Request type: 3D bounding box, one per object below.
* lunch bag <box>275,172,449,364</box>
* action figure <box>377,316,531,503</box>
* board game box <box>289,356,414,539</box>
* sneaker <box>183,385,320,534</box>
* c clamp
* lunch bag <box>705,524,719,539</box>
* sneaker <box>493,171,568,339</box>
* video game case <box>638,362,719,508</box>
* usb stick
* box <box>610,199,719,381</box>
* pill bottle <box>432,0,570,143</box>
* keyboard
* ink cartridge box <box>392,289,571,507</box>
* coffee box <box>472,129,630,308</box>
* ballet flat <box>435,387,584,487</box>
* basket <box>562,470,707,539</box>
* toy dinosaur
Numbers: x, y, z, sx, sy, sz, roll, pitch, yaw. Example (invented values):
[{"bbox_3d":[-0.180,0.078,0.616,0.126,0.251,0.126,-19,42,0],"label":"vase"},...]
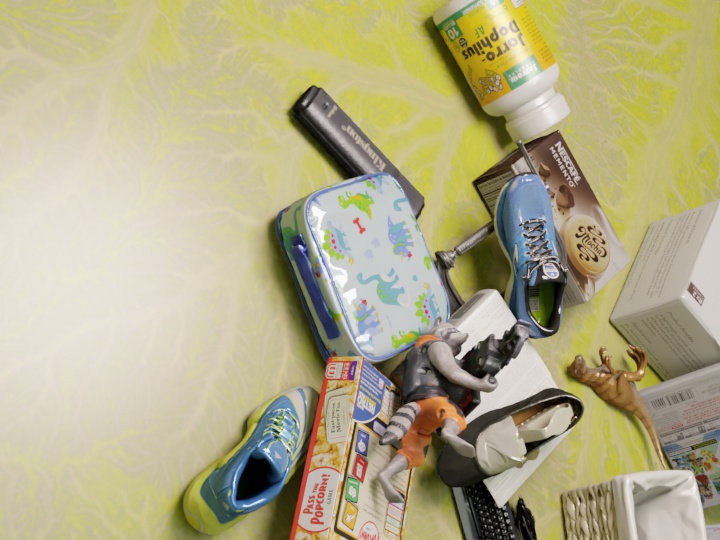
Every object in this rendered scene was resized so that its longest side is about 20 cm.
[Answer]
[{"bbox_3d":[0.000,0.000,1.239,0.160,0.082,0.202,-23,90,-40],"label":"lunch bag"},{"bbox_3d":[0.085,0.116,1.146,0.104,0.200,0.194,26,38,-11],"label":"action figure"},{"bbox_3d":[0.001,0.211,1.161,0.151,0.046,0.202,45,49,-49],"label":"board game box"},{"bbox_3d":[-0.082,0.182,1.103,0.076,0.105,0.200,51,53,-11],"label":"sneaker"},{"bbox_3d":[0.166,-0.030,1.365,0.200,0.027,0.171,-40,105,-9],"label":"c clamp"},{"bbox_3d":[0.487,0.409,1.409,0.126,0.199,0.171,-11,82,-38],"label":"lunch bag"},{"bbox_3d":[0.211,-0.016,1.319,0.078,0.089,0.202,-11,99,-16],"label":"sneaker"},{"bbox_3d":[0.494,0.210,1.480,0.183,0.199,0.022,62,32,-4],"label":"video game case"},{"bbox_3d":[0.001,-0.131,1.312,0.200,0.033,0.056,45,55,-17],"label":"usb stick"},{"bbox_3d":[0.480,0.049,1.561,0.199,0.130,0.201,45,54,-18],"label":"box"},{"bbox_3d":[0.187,-0.271,1.447,0.113,0.112,0.201,-36,99,-39],"label":"pill bottle"},{"bbox_3d":[0.170,0.304,1.303,0.103,0.040,0.202,-12,85,-38],"label":"keyboard"},{"bbox_3d":[0.150,0.148,1.319,0.162,0.050,0.201,-41,107,-27],"label":"ink cartridge box"},{"bbox_3d":[0.248,-0.063,1.450,0.113,0.080,0.201,-35,98,-36],"label":"coffee box"},{"bbox_3d":[0.174,0.183,1.261,0.199,0.068,0.069,-26,99,-30],"label":"ballet flat"},{"bbox_3d":[0.335,0.351,1.360,0.135,0.123,0.202,4,73,-36],"label":"basket"},{"bbox_3d":[0.350,0.159,1.486,0.199,0.060,0.107,38,80,-16],"label":"toy dinosaur"}]
